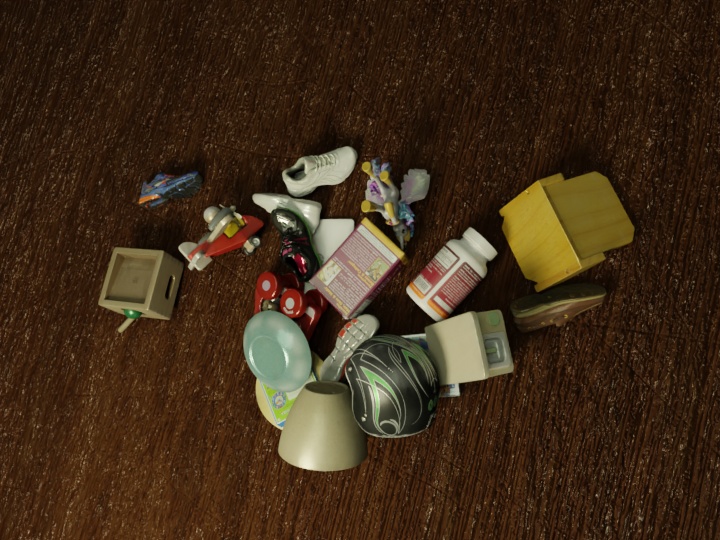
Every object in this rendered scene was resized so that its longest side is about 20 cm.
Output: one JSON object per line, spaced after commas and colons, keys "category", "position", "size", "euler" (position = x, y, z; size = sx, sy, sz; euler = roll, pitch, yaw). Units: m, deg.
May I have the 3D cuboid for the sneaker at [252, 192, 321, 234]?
{"category": "sneaker", "position": [-0.193, -0.143, 1.418], "size": [0.198, 0.075, 0.090], "euler": [17, 108, 26]}

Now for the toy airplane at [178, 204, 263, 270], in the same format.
{"category": "toy airplane", "position": [-0.358, -0.088, 1.393], "size": [0.198, 0.199, 0.143], "euler": [-26, 86, 14]}

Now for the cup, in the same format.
{"category": "cup", "position": [-0.078, 0.325, 1.233], "size": [0.197, 0.200, 0.146], "euler": [5, 95, 18]}

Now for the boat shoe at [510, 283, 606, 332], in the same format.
{"category": "boat shoe", "position": [0.421, 0.080, 1.198], "size": [0.197, 0.072, 0.068], "euler": [-15, 111, 7]}

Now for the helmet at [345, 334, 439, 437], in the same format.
{"category": "helmet", "position": [0.068, 0.233, 1.192], "size": [0.197, 0.200, 0.194], "euler": [-6, 98, 17]}

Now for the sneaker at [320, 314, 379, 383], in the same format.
{"category": "sneaker", "position": [-0.014, 0.186, 1.310], "size": [0.201, 0.081, 0.077], "euler": [-51, 50, 16]}

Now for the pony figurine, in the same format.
{"category": "pony figurine", "position": [0.068, -0.168, 1.292], "size": [0.164, 0.200, 0.196], "euler": [-10, 64, 23]}

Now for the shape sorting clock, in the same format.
{"category": "shape sorting clock", "position": [-0.161, 0.285, 1.362], "size": [0.197, 0.039, 0.203], "euler": [-3, 79, 17]}

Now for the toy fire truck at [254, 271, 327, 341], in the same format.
{"category": "toy fire truck", "position": [-0.185, 0.101, 1.357], "size": [0.199, 0.112, 0.170], "euler": [32, 103, 27]}

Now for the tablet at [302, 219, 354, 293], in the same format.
{"category": "tablet", "position": [-0.081, -0.027, 1.394], "size": [0.128, 0.014, 0.203], "euler": [1, 82, 18]}

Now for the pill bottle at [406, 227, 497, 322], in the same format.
{"category": "pill bottle", "position": [0.205, 0.008, 1.246], "size": [0.113, 0.113, 0.200], "euler": [45, 97, 18]}

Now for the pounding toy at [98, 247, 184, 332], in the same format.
{"category": "pounding toy", "position": [-0.582, 0.060, 1.493], "size": [0.181, 0.142, 0.203], "euler": [4, 73, 17]}

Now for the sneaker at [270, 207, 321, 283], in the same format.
{"category": "sneaker", "position": [-0.158, -0.062, 1.351], "size": [0.076, 0.084, 0.202], "euler": [-30, 88, 28]}

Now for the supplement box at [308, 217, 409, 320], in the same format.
{"category": "supplement box", "position": [0.000, 0.000, 1.309], "size": [0.131, 0.103, 0.200], "euler": [44, 92, 13]}

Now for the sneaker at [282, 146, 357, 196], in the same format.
{"category": "sneaker", "position": [-0.101, -0.250, 1.380], "size": [0.198, 0.099, 0.079], "euler": [-27, 72, 5]}

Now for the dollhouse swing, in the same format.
{"category": "dollhouse swing", "position": [0.447, -0.092, 1.224], "size": [0.182, 0.174, 0.202], "euler": [-41, 67, 52]}

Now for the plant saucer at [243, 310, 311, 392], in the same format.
{"category": "plant saucer", "position": [-0.206, 0.195, 1.308], "size": [0.199, 0.039, 0.204], "euler": [9, 108, 28]}

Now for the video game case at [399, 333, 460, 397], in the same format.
{"category": "video game case", "position": [0.123, 0.220, 1.292], "size": [0.197, 0.018, 0.145], "euler": [-7, 80, 17]}

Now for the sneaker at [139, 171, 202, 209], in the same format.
{"category": "sneaker", "position": [-0.521, -0.235, 1.533], "size": [0.197, 0.075, 0.080], "euler": [-16, 75, 13]}

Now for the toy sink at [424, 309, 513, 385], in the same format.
{"category": "toy sink", "position": [0.235, 0.157, 1.163], "size": [0.111, 0.200, 0.132], "euler": [-6, 77, -23]}
